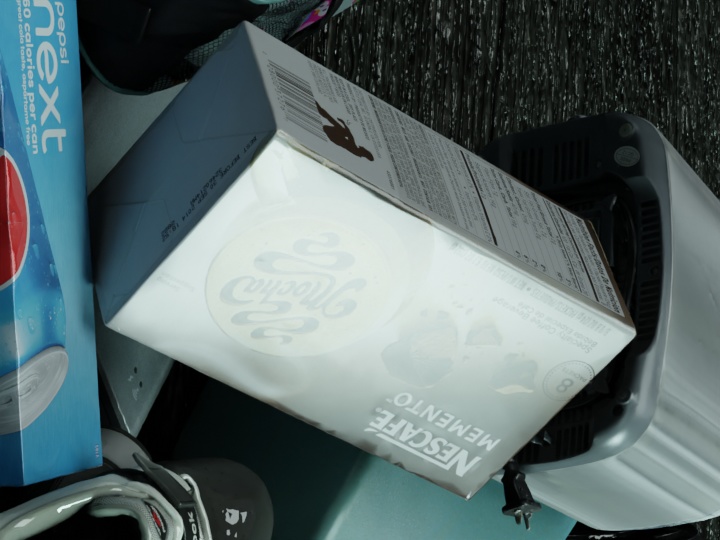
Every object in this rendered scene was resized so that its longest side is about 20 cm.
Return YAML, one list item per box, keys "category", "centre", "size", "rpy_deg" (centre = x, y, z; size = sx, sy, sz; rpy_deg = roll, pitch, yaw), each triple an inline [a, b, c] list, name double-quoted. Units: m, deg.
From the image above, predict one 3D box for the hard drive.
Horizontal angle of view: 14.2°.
- category: "hard drive"
  centre: [-0.101, -0.039, 1.281]
  size: [0.200, 0.033, 0.140]
  rpy_deg: [-66, 146, -47]

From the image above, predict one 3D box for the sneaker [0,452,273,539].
- category: "sneaker"
  centre: [-0.090, 0.112, 1.121]
  size: [0.200, 0.088, 0.074]
  rpy_deg: [-18, 83, -48]

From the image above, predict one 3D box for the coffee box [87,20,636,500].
- category: "coffee box"
  centre: [0.000, 0.000, 1.188]
  size: [0.200, 0.113, 0.080]
  rpy_deg: [29, 27, -33]

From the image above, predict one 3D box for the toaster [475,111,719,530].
- category: "toaster"
  centre: [0.115, 0.036, 1.318]
  size: [0.129, 0.113, 0.201]
  rpy_deg: [33, 52, -48]

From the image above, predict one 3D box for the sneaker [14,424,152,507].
- category: "sneaker"
  centre: [-0.109, 0.172, 1.205]
  size: [0.090, 0.066, 0.201]
  rpy_deg: [-34, 115, -61]

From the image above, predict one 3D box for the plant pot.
- category: "plant pot"
  centre: [-0.009, 0.118, 1.335]
  size: [0.142, 0.141, 0.200]
  rpy_deg: [62, 36, -22]

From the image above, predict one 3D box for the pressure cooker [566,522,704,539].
- category: "pressure cooker"
  centre: [0.102, 0.232, 1.557]
  size: [0.176, 0.178, 0.201]
  rpy_deg: [-12, 105, -70]

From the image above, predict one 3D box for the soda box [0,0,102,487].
- category: "soda box"
  centre: [-0.147, -0.018, 1.126]
  size: [0.068, 0.064, 0.201]
  rpy_deg: [-9, 95, -68]

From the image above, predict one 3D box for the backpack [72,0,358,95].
- category: "backpack"
  centre: [-0.055, -0.180, 1.227]
  size: [0.176, 0.153, 0.200]
  rpy_deg: [61, 20, 4]
